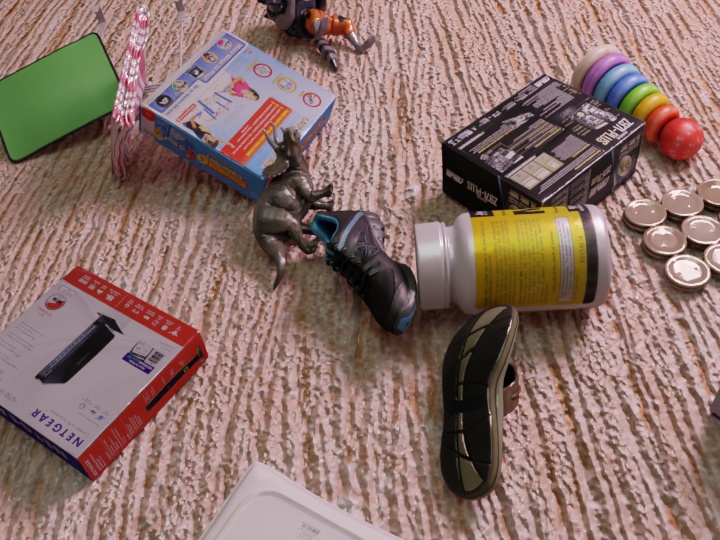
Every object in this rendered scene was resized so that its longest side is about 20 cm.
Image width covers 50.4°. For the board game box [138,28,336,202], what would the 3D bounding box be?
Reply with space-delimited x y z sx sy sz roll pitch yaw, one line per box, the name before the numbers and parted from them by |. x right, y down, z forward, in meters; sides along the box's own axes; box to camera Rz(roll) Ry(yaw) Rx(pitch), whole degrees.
board game box | -0.166 -0.218 1.058 0.196 0.056 0.200 32 55 3

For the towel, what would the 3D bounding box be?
towel | -0.315 -0.244 1.060 0.030 0.146 0.201 10 64 -15

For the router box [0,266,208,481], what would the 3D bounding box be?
router box | -0.299 0.103 0.833 0.200 0.049 0.180 23 54 25

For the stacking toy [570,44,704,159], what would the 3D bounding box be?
stacking toy | 0.377 -0.220 1.032 0.085 0.085 0.200 -25 55 -16

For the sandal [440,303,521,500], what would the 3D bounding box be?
sandal | 0.123 0.128 0.758 0.080 0.057 0.202 -15 54 45

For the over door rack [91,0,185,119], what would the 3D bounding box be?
over door rack | -0.343 -0.332 1.211 0.147 0.067 0.201 -8 68 0

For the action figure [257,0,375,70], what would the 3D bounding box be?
action figure | -0.101 -0.404 1.239 0.200 0.105 0.193 -13 37 -39

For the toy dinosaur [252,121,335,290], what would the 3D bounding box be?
toy dinosaur | -0.091 -0.073 0.952 0.102 0.077 0.201 15 85 5

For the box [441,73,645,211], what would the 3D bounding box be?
box | 0.228 -0.142 0.968 0.200 0.086 0.164 -36 54 -24

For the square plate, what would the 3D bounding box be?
square plate | -0.072 0.280 0.660 0.200 0.028 0.198 21 54 23

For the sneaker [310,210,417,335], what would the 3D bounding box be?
sneaker | 0.000 0.000 0.863 0.082 0.073 0.200 8 32 -28

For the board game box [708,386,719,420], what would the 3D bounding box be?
board game box | 0.448 0.085 0.724 0.200 0.105 0.103 -32 53 -20

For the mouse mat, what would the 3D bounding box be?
mouse mat | -0.463 -0.265 1.160 0.200 0.008 0.161 -28 67 -2

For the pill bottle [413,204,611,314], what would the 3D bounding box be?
pill bottle | 0.161 -0.010 0.837 0.199 0.114 0.115 -4 47 3

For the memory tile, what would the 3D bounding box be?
memory tile | 0.429 -0.050 0.909 0.199 0.017 0.154 -14 48 -6
